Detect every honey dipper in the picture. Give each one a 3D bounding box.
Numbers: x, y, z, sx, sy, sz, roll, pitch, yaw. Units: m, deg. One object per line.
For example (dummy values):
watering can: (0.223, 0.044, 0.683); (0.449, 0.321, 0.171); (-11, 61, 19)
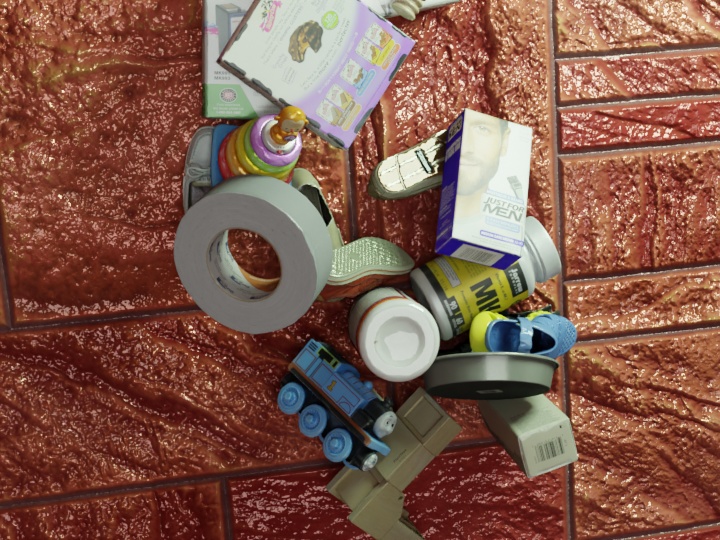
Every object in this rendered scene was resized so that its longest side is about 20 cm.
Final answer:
honey dipper: (0.108, -0.426, 1.314); (0.038, 0.038, 0.201); (32, 92, -13)

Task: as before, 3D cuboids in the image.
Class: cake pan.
cake pan: (0.176, 0.150, 1.379); (0.198, 0.200, 0.037); (3, 74, -11)

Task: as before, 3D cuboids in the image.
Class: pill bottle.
pill bottle: (0.182, 0.008, 1.443); (0.199, 0.114, 0.115); (-28, 103, -5)
pill bottle: (0.040, 0.082, 1.381); (0.109, 0.200, 0.111); (-1, 96, -7)

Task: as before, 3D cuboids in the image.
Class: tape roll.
tape roll: (-0.139, -0.020, 1.291); (0.199, 0.066, 0.202); (8, 118, 16)

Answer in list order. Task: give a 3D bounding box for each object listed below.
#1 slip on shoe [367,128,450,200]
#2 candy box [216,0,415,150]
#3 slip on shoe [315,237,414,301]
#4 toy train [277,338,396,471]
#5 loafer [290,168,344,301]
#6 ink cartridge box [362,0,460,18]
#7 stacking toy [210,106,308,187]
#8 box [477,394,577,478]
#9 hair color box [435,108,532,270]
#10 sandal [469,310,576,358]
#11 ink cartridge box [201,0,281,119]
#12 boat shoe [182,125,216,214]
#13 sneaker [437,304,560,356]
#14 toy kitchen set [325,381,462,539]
slip on shoe: (0.099, -0.148, 1.434); (0.199, 0.061, 0.076); (-25, 83, -24)
candy box: (-0.059, -0.283, 1.286); (0.199, 0.072, 0.168); (34, 90, -17)
slip on shoe: (0.000, 0.000, 1.400); (0.074, 0.199, 0.061); (45, 127, 25)
toy train: (-0.032, 0.192, 1.403); (0.115, 0.200, 0.087); (-52, 145, 1)
loafer: (-0.066, -0.046, 1.412); (0.075, 0.068, 0.201); (-23, 102, -6)
ink cartridge box: (0.027, -0.420, 1.361); (0.198, 0.085, 0.147); (-14, 102, -10)
stacking toy: (-0.115, -0.163, 1.286); (0.115, 0.200, 0.111); (5, 74, -24)
box: (0.237, 0.221, 1.442); (0.082, 0.200, 0.069); (-18, 105, -5)
hair color box: (0.172, -0.113, 1.379); (0.108, 0.065, 0.202); (14, 66, -15)
sandal: (0.248, 0.101, 1.419); (0.199, 0.087, 0.080); (-1, 98, -41)
ink cartridge box: (-0.142, -0.306, 1.347); (0.144, 0.087, 0.202); (0, 97, -10)
boat shoe: (-0.212, -0.097, 1.379); (0.074, 0.065, 0.204); (7, 98, -11)
sneaker: (0.200, 0.100, 1.492); (0.198, 0.060, 0.105); (4, 98, -15)
toy kitchen set: (0.060, 0.281, 1.483); (0.200, 0.163, 0.180); (-46, 132, -1)
